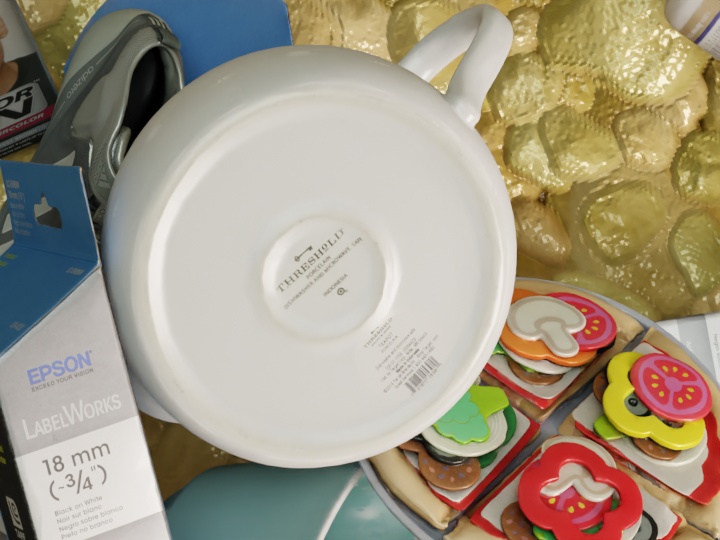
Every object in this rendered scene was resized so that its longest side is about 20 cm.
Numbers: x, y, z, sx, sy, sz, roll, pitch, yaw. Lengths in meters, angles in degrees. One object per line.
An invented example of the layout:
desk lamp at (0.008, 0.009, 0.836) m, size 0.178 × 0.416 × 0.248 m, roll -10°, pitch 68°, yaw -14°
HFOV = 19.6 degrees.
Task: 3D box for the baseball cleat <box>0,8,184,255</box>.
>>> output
baseball cleat at (-0.138, -0.031, 1.042) m, size 0.069 × 0.106 × 0.202 m, roll 11°, pitch 105°, yaw -23°

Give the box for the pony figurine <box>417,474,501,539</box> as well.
pony figurine at (0.069, 0.193, 1.008) m, size 0.192 × 0.166 × 0.201 m, roll 33°, pitch 67°, yaw -25°

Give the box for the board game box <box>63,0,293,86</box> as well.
board game box at (-0.077, -0.059, 1.080) m, size 0.157 × 0.039 × 0.202 m, roll -13°, pitch 84°, yaw 37°

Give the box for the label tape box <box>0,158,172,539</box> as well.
label tape box at (-0.146, 0.057, 0.925) m, size 0.063 × 0.144 × 0.202 m, roll -18°, pitch 101°, yaw -22°

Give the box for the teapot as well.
teapot at (-0.027, -0.018, 0.946) m, size 0.198 × 0.146 × 0.199 m, roll -2°, pitch 105°, yaw -10°

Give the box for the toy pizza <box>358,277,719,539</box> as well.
toy pizza at (0.092, 0.070, 0.988) m, size 0.198 × 0.032 × 0.201 m, roll 7°, pitch 45°, yaw -7°

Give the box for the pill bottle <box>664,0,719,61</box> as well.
pill bottle at (0.269, -0.124, 1.091) m, size 0.199 × 0.116 × 0.116 m, roll 35°, pitch 83°, yaw 1°

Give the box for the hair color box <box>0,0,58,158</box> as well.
hair color box at (-0.213, -0.111, 1.022) m, size 0.098 × 0.200 × 0.061 m, roll -24°, pitch 72°, yaw -5°

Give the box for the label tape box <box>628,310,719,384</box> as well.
label tape box at (0.231, 0.088, 1.091) m, size 0.198 × 0.066 × 0.145 m, roll -9°, pitch 84°, yaw -2°

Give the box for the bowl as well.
bowl at (-0.054, 0.175, 1.019) m, size 0.104 × 0.201 × 0.203 m, roll 12°, pitch 83°, yaw 18°
